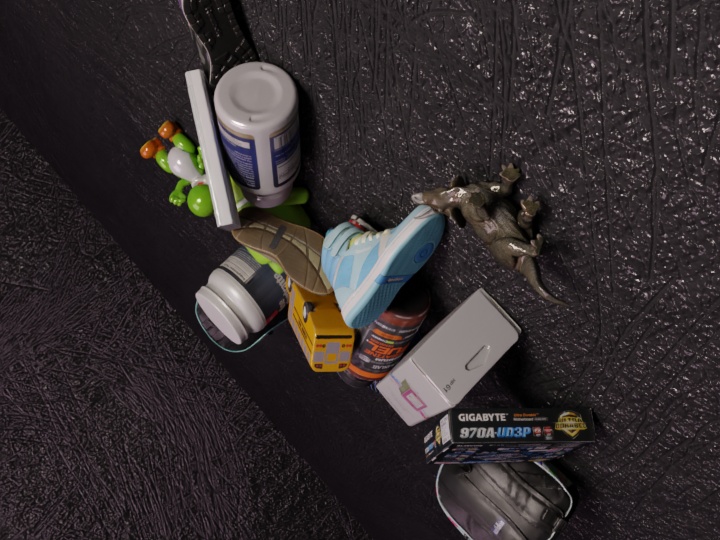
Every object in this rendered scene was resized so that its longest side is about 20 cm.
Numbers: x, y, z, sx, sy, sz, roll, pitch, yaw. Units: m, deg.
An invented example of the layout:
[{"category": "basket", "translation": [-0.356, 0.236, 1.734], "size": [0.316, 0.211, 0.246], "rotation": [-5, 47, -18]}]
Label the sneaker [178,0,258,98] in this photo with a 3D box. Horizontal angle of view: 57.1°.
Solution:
[{"category": "sneaker", "translation": [-0.191, -0.311, 0.882], "size": [0.088, 0.074, 0.202], "rotation": [56, 166, 35]}]

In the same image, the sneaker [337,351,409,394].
[{"category": "sneaker", "translation": [0.036, 0.184, 1.126], "size": [0.197, 0.070, 0.079], "rotation": [-4, 121, 50]}]

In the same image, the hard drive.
[{"category": "hard drive", "translation": [-0.205, -0.161, 0.930], "size": [0.132, 0.026, 0.206], "rotation": [-171, 70, -83]}]

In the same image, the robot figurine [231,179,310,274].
[{"category": "robot figurine", "translation": [-0.159, -0.095, 1.092], "size": [0.202, 0.116, 0.174], "rotation": [54, 150, -17]}]

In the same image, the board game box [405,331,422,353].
[{"category": "board game box", "translation": [0.036, 0.114, 1.177], "size": [0.197, 0.043, 0.203], "rotation": [20, 144, 50]}]

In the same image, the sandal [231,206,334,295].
[{"category": "sandal", "translation": [-0.108, -0.031, 1.002], "size": [0.197, 0.081, 0.054], "rotation": [29, 168, 18]}]

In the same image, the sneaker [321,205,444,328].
[{"category": "sneaker", "translation": [0.015, -0.037, 0.860], "size": [0.201, 0.078, 0.132], "rotation": [-50, 57, 26]}]

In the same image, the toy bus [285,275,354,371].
[{"category": "toy bus", "translation": [-0.067, 0.069, 1.009], "size": [0.200, 0.063, 0.080], "rotation": [-129, 44, -61]}]

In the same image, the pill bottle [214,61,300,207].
[{"category": "pill bottle", "translation": [-0.138, -0.178, 0.922], "size": [0.110, 0.111, 0.201], "rotation": [39, 156, 16]}]

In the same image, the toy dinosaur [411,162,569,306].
[{"category": "toy dinosaur", "translation": [0.149, -0.046, 0.694], "size": [0.199, 0.077, 0.102], "rotation": [39, 169, 6]}]

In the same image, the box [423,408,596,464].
[{"category": "box", "translation": [0.197, 0.229, 0.907], "size": [0.194, 0.047, 0.160], "rotation": [1, 155, -7]}]

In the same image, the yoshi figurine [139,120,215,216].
[{"category": "yoshi figurine", "translation": [-0.332, -0.183, 1.281], "size": [0.201, 0.112, 0.112], "rotation": [48, 151, -10]}]

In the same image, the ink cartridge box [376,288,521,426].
[{"category": "ink cartridge box", "translation": [0.115, 0.125, 0.914], "size": [0.085, 0.144, 0.200], "rotation": [47, 158, 5]}]

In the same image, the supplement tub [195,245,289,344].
[{"category": "supplement tub", "translation": [-0.195, 0.023, 1.238], "size": [0.139, 0.200, 0.141], "rotation": [37, 157, 19]}]

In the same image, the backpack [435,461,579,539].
[{"category": "backpack", "translation": [0.224, 0.348, 1.042], "size": [0.199, 0.180, 0.150], "rotation": [37, -173, 23]}]

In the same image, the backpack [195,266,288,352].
[{"category": "backpack", "translation": [-0.248, 0.066, 1.410], "size": [0.177, 0.199, 0.153], "rotation": [50, 174, -14]}]

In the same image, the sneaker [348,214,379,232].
[{"category": "sneaker", "translation": [0.000, 0.000, 0.998], "size": [0.076, 0.085, 0.202], "rotation": [35, 155, 24]}]

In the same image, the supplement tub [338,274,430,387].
[{"category": "supplement tub", "translation": [0.025, 0.092, 0.998], "size": [0.106, 0.106, 0.202], "rotation": [39, 135, 15]}]
